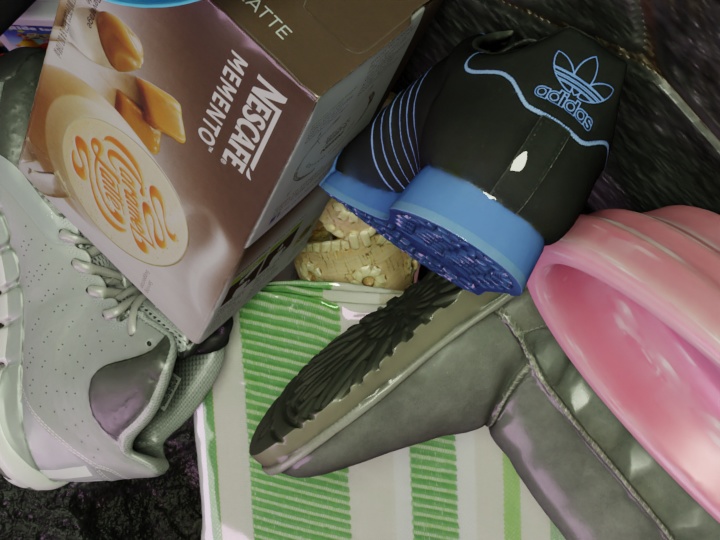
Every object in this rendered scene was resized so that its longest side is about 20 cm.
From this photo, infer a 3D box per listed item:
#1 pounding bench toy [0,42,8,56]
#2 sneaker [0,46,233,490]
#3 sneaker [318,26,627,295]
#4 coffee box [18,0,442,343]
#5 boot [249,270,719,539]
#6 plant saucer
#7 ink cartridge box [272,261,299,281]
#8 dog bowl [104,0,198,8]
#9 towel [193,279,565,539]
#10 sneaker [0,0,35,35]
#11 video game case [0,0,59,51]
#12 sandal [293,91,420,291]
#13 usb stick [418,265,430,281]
[{"bbox_3d":[-0.122,-0.097,1.091,0.124,0.200,0.156,-177,75,-75],"label":"pounding bench toy"},{"bbox_3d":[-0.108,-0.002,0.820,0.115,0.200,0.075,-1,-176,28],"label":"sneaker"},{"bbox_3d":[0.040,-0.040,0.635,0.070,0.078,0.200,35,177,-12],"label":"sneaker"},{"bbox_3d":[-0.057,-0.072,0.716,0.114,0.080,0.200,44,149,6],"label":"coffee box"},{"bbox_3d":[0.079,0.091,0.769,0.200,0.182,0.073,53,-171,-17],"label":"boot"},{"bbox_3d":[0.142,0.048,0.639,0.201,0.051,0.201,46,172,9],"label":"plant saucer"},{"bbox_3d":[-0.064,0.007,0.962,0.067,0.116,0.200,20,168,20],"label":"ink cartridge box"},{"bbox_3d":[-0.090,-0.169,0.594,0.200,0.111,0.050,45,-174,6],"label":"dog bowl"},{"bbox_3d":[0.019,0.076,0.835,0.023,0.200,0.153,-49,-41,-66],"label":"towel"},{"bbox_3d":[-0.157,-0.109,0.665,0.075,0.106,0.200,45,-167,6],"label":"sneaker"},{"bbox_3d":[-0.086,-0.094,0.892,0.143,0.018,0.200,3,169,6],"label":"video game case"},{"bbox_3d":[0.006,-0.001,0.867,0.212,0.077,0.070,88,169,-61],"label":"sandal"},{"bbox_3d":[0.023,-0.023,0.971,0.200,0.033,0.055,40,173,41],"label":"usb stick"}]
